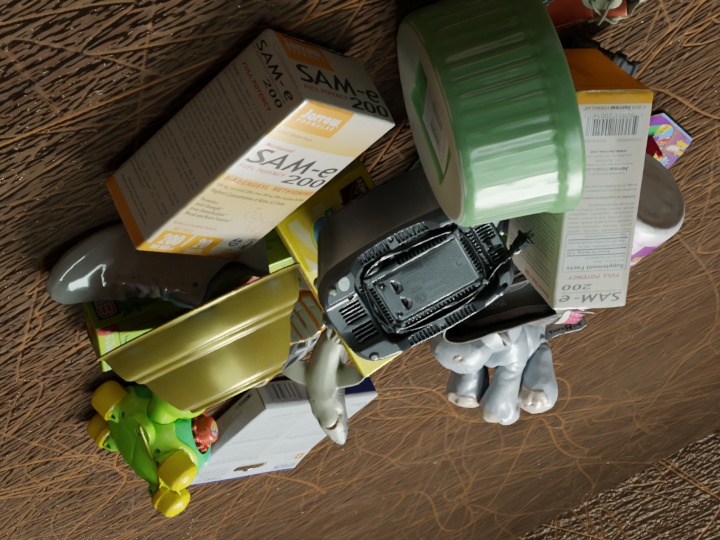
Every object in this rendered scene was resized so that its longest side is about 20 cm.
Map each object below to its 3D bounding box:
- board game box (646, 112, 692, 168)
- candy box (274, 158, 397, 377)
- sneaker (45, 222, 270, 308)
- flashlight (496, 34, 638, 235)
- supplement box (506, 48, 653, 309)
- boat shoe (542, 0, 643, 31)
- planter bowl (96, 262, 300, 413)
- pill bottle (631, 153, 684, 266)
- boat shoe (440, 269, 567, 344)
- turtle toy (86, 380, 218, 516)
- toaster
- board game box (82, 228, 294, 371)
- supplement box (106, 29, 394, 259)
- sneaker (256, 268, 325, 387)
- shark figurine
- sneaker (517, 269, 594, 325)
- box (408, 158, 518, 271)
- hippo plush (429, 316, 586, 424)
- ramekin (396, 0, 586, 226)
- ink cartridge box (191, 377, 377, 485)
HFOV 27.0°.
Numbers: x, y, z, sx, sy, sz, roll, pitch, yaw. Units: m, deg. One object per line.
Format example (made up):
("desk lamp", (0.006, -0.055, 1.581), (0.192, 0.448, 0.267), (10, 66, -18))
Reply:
("board game box", (0.302, -0.104, 1.696), (0.158, 0.039, 0.200), (-34, 157, 18))
("candy box", (0.000, 0.000, 1.440), (0.102, 0.026, 0.200), (-33, 120, -6))
("sneaker", (-0.176, 0.002, 1.334), (0.200, 0.089, 0.075), (-19, 158, -18))
("flashlight", (0.188, -0.117, 1.406), (0.068, 0.068, 0.200), (2, 117, -55))
("supplement box", (0.189, -0.082, 1.319), (0.073, 0.126, 0.200), (-3, 115, -14))
("boat shoe", (0.216, -0.244, 1.268), (0.200, 0.063, 0.071), (-28, 160, 3))
("planter bowl", (-0.126, 0.072, 1.335), (0.200, 0.084, 0.200), (-26, 180, 0))
("pill bottle", (0.250, -0.038, 1.640), (0.112, 0.112, 0.200), (-8, 157, -38))
("boat shoe", (0.164, 0.029, 1.477), (0.200, 0.067, 0.057), (-20, -151, 36))
("turtle toy", (-0.210, 0.164, 1.612), (0.101, 0.146, 0.200), (-38, 165, -30))
("toaster", (0.050, -0.018, 1.349), (0.200, 0.129, 0.114), (-30, 118, 7))
("board game box", (-0.165, 0.024, 1.447), (0.200, 0.048, 0.102), (-21, 157, -15))
("supplement box", (-0.090, -0.095, 1.217), (0.200, 0.074, 0.126), (-39, 156, 27))
("sneaker", (-0.067, 0.047, 1.589), (0.077, 0.078, 0.200), (-24, 165, -43))
("shark figurine", (-0.011, 0.080, 1.741), (0.215, 0.128, 0.089), (-56, 174, 20))
("sneaker", (0.202, 0.000, 1.518), (0.075, 0.081, 0.200), (-8, 148, -16))
("box", (0.121, -0.046, 1.549), (0.200, 0.097, 0.177), (-8, 152, -38))
("hippo plush", (0.174, 0.095, 1.834), (0.200, 0.159, 0.161), (-31, 158, 11))
("ramekin", (0.100, -0.132, 1.217), (0.098, 0.200, 0.200), (-16, 157, -7))
("ink cartridge box", (-0.108, 0.199, 1.904), (0.199, 0.041, 0.200), (-2, 147, -46))
